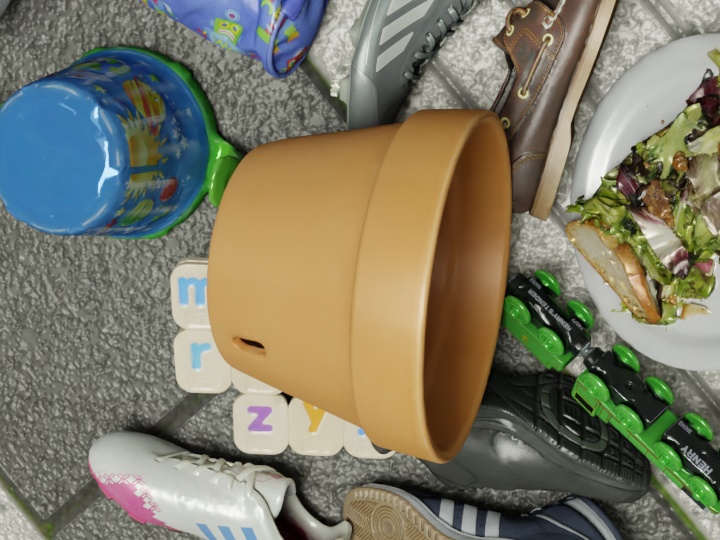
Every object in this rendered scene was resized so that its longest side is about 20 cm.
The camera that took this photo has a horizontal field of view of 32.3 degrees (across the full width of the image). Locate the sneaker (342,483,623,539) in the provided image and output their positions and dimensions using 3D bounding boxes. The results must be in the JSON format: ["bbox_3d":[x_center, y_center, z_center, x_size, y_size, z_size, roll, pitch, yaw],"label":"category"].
[{"bbox_3d":[0.088,0.185,0.856,0.199,0.108,0.071,12,108,42],"label":"sneaker"}]

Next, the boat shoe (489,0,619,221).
[{"bbox_3d":[0.115,-0.132,0.782,0.070,0.070,0.202,19,104,5],"label":"boat shoe"}]

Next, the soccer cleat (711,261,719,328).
[{"bbox_3d":[0.242,-0.017,0.769,0.069,0.078,0.202,-8,98,15],"label":"soccer cleat"}]

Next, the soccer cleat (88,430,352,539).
[{"bbox_3d":[-0.095,0.158,0.884,0.199,0.070,0.087,32,122,-2],"label":"soccer cleat"}]

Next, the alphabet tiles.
[{"bbox_3d":[-0.030,0.041,0.852,0.198,0.015,0.198,2,115,3],"label":"alphabet tiles"}]

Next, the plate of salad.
[{"bbox_3d":[0.194,-0.041,0.743,0.199,0.048,0.203,-2,88,52],"label":"plate of salad"}]

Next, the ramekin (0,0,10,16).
[{"bbox_3d":[-0.269,-0.238,0.795,0.093,0.203,0.204,20,105,-3],"label":"ramekin"}]

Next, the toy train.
[{"bbox_3d":[0.164,0.078,0.793,0.042,0.057,0.200,-37,69,-18],"label":"toy train"}]

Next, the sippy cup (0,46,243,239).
[{"bbox_3d":[-0.177,-0.080,0.831,0.176,0.130,0.141,-23,95,16],"label":"sippy cup"}]

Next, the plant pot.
[{"bbox_3d":[0.000,0.000,0.729,0.139,0.200,0.202,9,102,17],"label":"plant pot"}]

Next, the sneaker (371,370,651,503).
[{"bbox_3d":[0.097,0.113,0.838,0.198,0.076,0.091,22,125,4],"label":"sneaker"}]

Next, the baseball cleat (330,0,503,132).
[{"bbox_3d":[0.049,-0.166,0.793,0.105,0.070,0.202,15,104,11],"label":"baseball cleat"}]

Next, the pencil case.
[{"bbox_3d":[-0.119,-0.202,0.818,0.199,0.087,0.079,27,83,7],"label":"pencil case"}]
